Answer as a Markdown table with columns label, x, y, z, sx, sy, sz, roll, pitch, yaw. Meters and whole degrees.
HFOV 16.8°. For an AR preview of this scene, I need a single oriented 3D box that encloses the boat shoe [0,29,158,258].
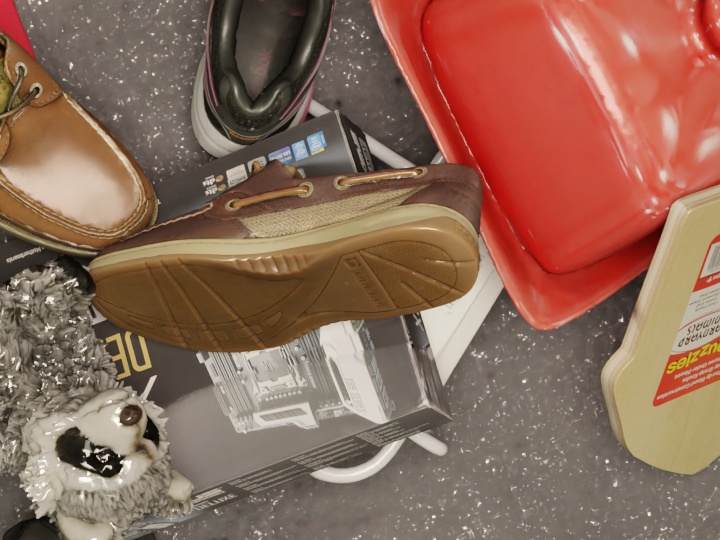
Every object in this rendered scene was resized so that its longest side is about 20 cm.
| label | x | y | z | sx | sy | sz | roll | pitch | yaw |
| --- | --- | --- | --- | --- | --- | --- | --- | --- | --- |
| boat shoe | -0.182 | -0.078 | 1.171 | 0.200 | 0.068 | 0.072 | 36 | 74 | -2 |

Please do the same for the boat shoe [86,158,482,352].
| label | x | y | z | sx | sy | sz | roll | pitch | yaw |
| --- | --- | --- | --- | --- | --- | --- | --- | --- | --- |
| boat shoe | -0.035 | -0.015 | 1.153 | 0.199 | 0.072 | 0.072 | -11 | 135 | 24 |

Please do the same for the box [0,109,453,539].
| label | x | y | z | sx | sy | sz | roll | pitch | yaw |
| --- | --- | --- | --- | --- | --- | --- | --- | --- | --- |
| box | -0.072 | 0.032 | 1.208 | 0.200 | 0.050 | 0.158 | -20 | 73 | 13 |

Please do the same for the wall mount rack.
| label | x | y | z | sx | sy | sz | roll | pitch | yaw |
| --- | --- | --- | --- | --- | --- | --- | --- | --- | --- |
| wall mount rack | 0.000 | 0.000 | 1.253 | 0.174 | 0.075 | 0.200 | 32 | 91 | -9 |

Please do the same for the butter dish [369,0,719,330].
| label | x | y | z | sx | sy | sz | roll | pitch | yaw |
| --- | --- | --- | --- | --- | --- | --- | --- | --- | --- |
| butter dish | 0.136 | -0.102 | 1.180 | 0.200 | 0.148 | 0.200 | -33 | 100 | -43 |

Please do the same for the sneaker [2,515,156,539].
| label | x | y | z | sx | sy | sz | roll | pitch | yaw |
| --- | --- | --- | --- | --- | --- | --- | --- | --- | --- |
| sneaker | -0.167 | 0.218 | 1.248 | 0.091 | 0.076 | 0.201 | 14 | 86 | -27 |

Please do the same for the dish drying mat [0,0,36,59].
| label | x | y | z | sx | sy | sz | roll | pitch | yaw |
| --- | --- | --- | --- | --- | --- | --- | --- | --- | --- |
| dish drying mat | -0.206 | -0.121 | 1.236 | 0.077 | 0.018 | 0.201 | -24 | 96 | -32 |

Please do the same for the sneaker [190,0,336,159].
| label | x | y | z | sx | sy | sz | roll | pitch | yaw |
| --- | --- | --- | --- | --- | --- | --- | --- | --- | --- |
| sneaker | -0.035 | -0.154 | 1.216 | 0.080 | 0.086 | 0.201 | 7 | 82 | -7 |

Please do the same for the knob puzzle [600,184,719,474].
| label | x | y | z | sx | sy | sz | roll | pitch | yaw |
| --- | --- | --- | --- | --- | --- | --- | --- | --- | --- |
| knob puzzle | 0.188 | 0.021 | 1.236 | 0.220 | 0.220 | 0.030 | -49 | 57 | 1 |

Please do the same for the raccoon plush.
| label | x | y | z | sx | sy | sz | roll | pitch | yaw |
| --- | --- | --- | --- | --- | --- | --- | --- | --- | --- |
| raccoon plush | -0.150 | 0.076 | 1.162 | 0.097 | 0.200 | 0.134 | -30 | 90 | -19 |
